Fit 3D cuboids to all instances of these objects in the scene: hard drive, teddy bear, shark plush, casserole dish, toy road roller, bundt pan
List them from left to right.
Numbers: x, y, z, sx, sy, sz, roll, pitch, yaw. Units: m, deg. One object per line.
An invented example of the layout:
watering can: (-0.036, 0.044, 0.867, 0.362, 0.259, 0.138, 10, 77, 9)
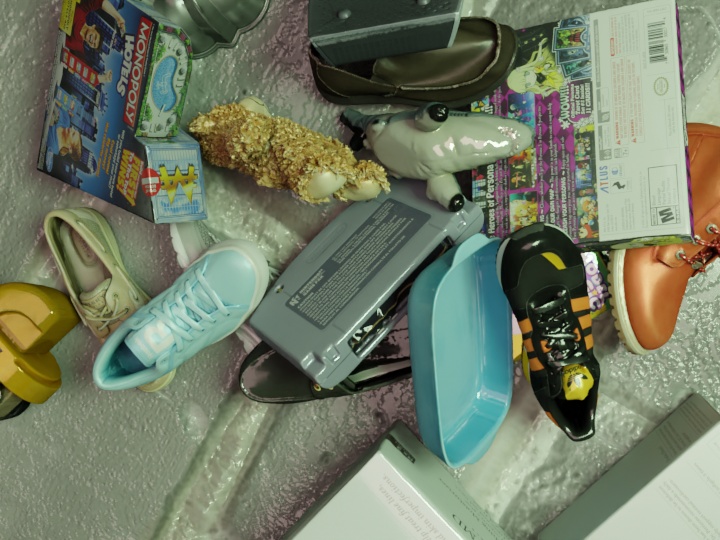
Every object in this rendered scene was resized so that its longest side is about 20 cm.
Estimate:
toy road roller: (-0.371, 0.049, 0.876, 0.146, 0.123, 0.200, -42, 87, -4)
bundt pan: (-0.174, -0.307, 0.837, 0.198, 0.076, 0.206, 1, 94, 11)
teddy bear: (-0.063, -0.108, 0.785, 0.143, 0.199, 0.068, 2, 107, -33)
hard drive: (0.026, -0.246, 0.758, 0.132, 0.202, 0.043, -7, 134, 11)
shark plush: (0.054, -0.111, 0.778, 0.083, 0.199, 0.092, -34, 112, -29)
casserole dish: (0.081, 0.064, 0.729, 0.038, 0.121, 0.203, 13, 121, 35)

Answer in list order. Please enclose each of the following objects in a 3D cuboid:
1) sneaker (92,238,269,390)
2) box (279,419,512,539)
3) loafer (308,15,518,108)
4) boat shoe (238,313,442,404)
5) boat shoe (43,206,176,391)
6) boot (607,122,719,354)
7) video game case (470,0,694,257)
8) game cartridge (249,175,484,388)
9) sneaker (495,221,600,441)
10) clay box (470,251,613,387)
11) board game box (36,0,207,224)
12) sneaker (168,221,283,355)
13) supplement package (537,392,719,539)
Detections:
sneaker: (-0.160, 0.051, 0.780, 0.199, 0.082, 0.074, -40, 98, 27)
box: (0.028, 0.283, 0.800, 0.199, 0.131, 0.200, 45, 100, 5)
loafer: (0.039, -0.184, 0.780, 0.197, 0.071, 0.074, -4, 77, 24)
boat shoe: (-0.020, 0.073, 0.783, 0.198, 0.063, 0.075, -16, 95, 11)
boat shoe: (-0.250, 0.030, 0.874, 0.071, 0.065, 0.202, -28, 87, 11)
boot: (0.271, -0.025, 0.736, 0.106, 0.074, 0.204, 11, 90, 46)
video game case: (0.181, -0.114, 0.750, 0.178, 0.036, 0.204, -6, 76, 26)
game cartridge: (0.000, 0.000, 0.770, 0.200, 0.041, 0.133, -45, 41, -12)
sneaker: (0.162, 0.054, 0.713, 0.069, 0.091, 0.202, -19, 131, 1)
clay box: (0.145, 0.011, 0.804, 0.198, 0.048, 0.116, -32, 88, 12)
board game box: (-0.202, -0.137, 0.791, 0.199, 0.061, 0.203, 37, 120, 32)
sneaker: (-0.102, 0.016, 0.848, 0.082, 0.075, 0.201, -39, 97, 4)
supplement package: (0.260, 0.222, 0.757, 0.200, 0.117, 0.117, -44, 85, 10)
